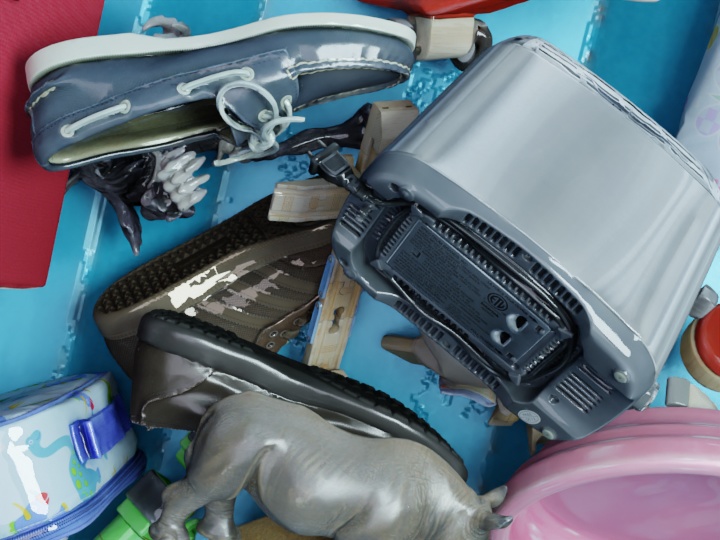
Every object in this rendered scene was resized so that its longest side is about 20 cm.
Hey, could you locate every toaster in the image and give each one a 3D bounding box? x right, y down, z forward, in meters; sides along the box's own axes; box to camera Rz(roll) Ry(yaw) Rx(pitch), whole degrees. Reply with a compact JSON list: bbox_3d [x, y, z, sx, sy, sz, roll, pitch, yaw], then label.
[{"bbox_3d":[0.081,-0.024,0.715,0.200,0.114,0.129,39,58,3],"label":"toaster"}]

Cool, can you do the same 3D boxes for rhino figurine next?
[{"bbox_3d":[0.001,0.122,0.736,0.200,0.060,0.088,18,98,-2],"label":"rhino figurine"}]

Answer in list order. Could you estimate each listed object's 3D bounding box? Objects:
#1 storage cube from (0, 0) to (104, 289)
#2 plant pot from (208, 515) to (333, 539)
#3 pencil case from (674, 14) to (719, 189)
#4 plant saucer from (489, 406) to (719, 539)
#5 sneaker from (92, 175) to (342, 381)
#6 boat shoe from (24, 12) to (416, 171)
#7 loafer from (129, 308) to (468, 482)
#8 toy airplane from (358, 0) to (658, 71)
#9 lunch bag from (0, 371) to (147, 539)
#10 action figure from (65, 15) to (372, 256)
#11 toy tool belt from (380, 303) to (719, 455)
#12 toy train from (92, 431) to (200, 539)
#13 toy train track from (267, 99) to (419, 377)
[{"bbox_3d":[-0.262,-0.096,0.768,0.171,0.200,0.180,14,94,25],"label":"storage cube"},{"bbox_3d":[-0.012,0.232,0.809,0.186,0.186,0.200,-18,78,3],"label":"plant pot"},{"bbox_3d":[0.239,-0.114,0.812,0.091,0.083,0.200,25,95,23],"label":"pencil case"},{"bbox_3d":[0.170,0.131,0.795,0.200,0.201,0.051,5,55,2],"label":"plant saucer"},{"bbox_3d":[-0.053,0.007,0.851,0.200,0.070,0.076,-24,118,1],"label":"sneaker"},{"bbox_3d":[-0.068,-0.088,0.735,0.200,0.075,0.062,-6,73,-9],"label":"boat shoe"},{"bbox_3d":[-0.038,0.087,0.800,0.200,0.073,0.071,24,92,-9],"label":"loafer"},{"bbox_3d":[0.083,-0.190,0.757,0.199,0.200,0.141,-10,89,4],"label":"toy airplane"},{"bbox_3d":[-0.204,0.114,0.786,0.161,0.200,0.083,-19,93,3],"label":"lunch bag"},{"bbox_3d":[-0.094,-0.083,0.820,0.200,0.102,0.119,-16,78,3],"label":"action figure"},{"bbox_3d":[0.118,0.042,0.825,0.200,0.123,0.125,13,62,-5],"label":"toy tool belt"},{"bbox_3d":[-0.121,0.145,0.839,0.200,0.056,0.042,-45,69,-7],"label":"toy train"},{"bbox_3d":[0.000,0.000,0.803,0.115,0.033,0.200,-7,132,-30],"label":"toy train track"}]
